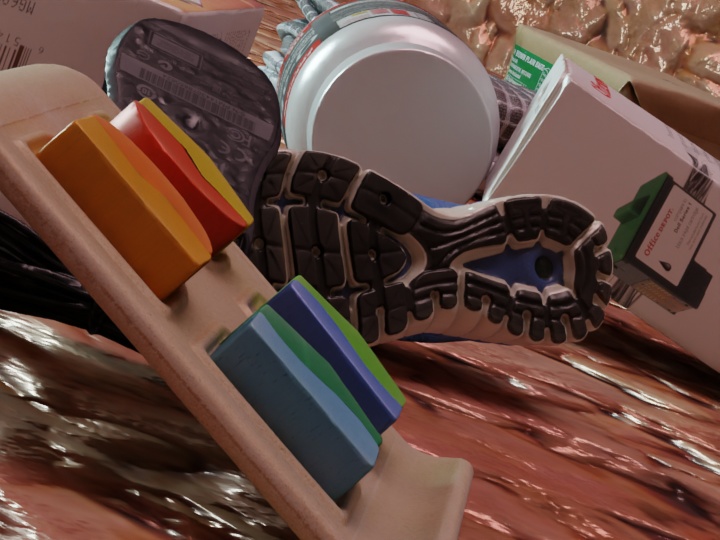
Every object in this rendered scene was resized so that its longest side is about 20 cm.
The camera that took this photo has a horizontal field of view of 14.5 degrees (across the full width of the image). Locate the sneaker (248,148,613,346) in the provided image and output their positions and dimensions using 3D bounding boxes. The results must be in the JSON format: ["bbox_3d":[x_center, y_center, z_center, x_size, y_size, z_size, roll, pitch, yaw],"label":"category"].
[{"bbox_3d":[0.000,0.000,1.140,0.199,0.079,0.089,9,-10,-29],"label":"sneaker"}]

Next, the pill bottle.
[{"bbox_3d":[0.014,-0.084,1.525,0.115,0.116,0.200,20,7,-7],"label":"pill bottle"}]

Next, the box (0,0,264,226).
[{"bbox_3d":[-0.141,-0.090,1.198,0.152,0.107,0.200,22,8,4],"label":"box"}]

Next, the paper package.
[{"bbox_3d":[0.231,-0.116,2.369,0.190,0.104,0.200,17,10,-30],"label":"paper package"}]

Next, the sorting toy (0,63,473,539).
[{"bbox_3d":[-0.042,0.006,0.839,0.200,0.036,0.185,45,8,-1],"label":"sorting toy"}]

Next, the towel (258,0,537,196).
[{"bbox_3d":[0.036,-0.119,1.936,0.165,0.086,0.200,18,8,-29],"label":"towel"}]

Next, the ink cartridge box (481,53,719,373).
[{"bbox_3d":[0.162,-0.018,1.446,0.200,0.084,0.146,34,8,-1],"label":"ink cartridge box"}]

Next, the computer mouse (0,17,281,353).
[{"bbox_3d":[-0.099,-0.031,1.007,0.140,0.046,0.200,22,34,-16],"label":"computer mouse"}]
